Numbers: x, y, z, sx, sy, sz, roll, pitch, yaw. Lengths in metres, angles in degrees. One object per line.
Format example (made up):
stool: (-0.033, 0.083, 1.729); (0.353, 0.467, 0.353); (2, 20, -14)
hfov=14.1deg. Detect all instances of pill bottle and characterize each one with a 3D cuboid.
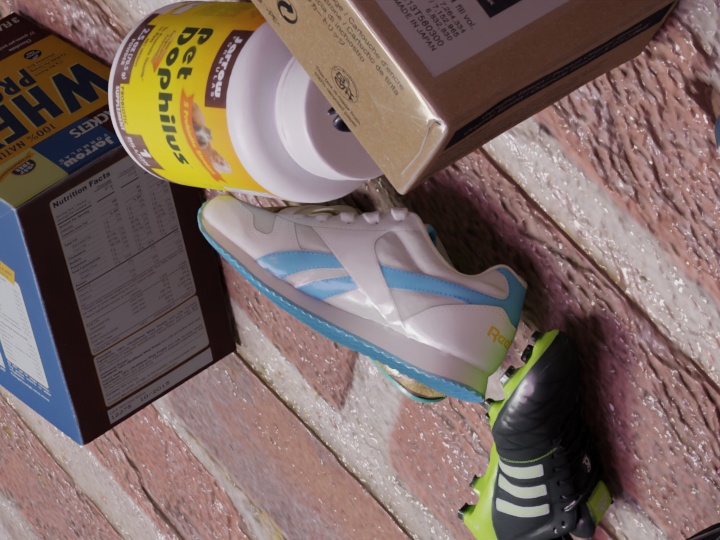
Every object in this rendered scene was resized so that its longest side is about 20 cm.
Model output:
pill bottle: (-0.052, -0.096, 1.635); (0.200, 0.109, 0.109); (9, 127, 56)

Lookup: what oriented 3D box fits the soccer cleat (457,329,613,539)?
soccer cleat: (0.109, 0.104, 1.641); (0.081, 0.068, 0.200); (29, 147, 14)

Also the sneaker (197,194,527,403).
sneaker: (0.000, 0.000, 1.640); (0.200, 0.081, 0.077); (26, 174, 19)

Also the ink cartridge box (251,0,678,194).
ink cartridge box: (0.030, -0.161, 1.362); (0.200, 0.165, 0.075); (52, 151, 10)

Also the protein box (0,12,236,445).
protein box: (-0.210, -0.030, 1.947); (0.198, 0.135, 0.200); (31, 144, 42)

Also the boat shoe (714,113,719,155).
boat shoe: (0.225, -0.006, 1.297); (0.200, 0.075, 0.062); (52, 152, 15)

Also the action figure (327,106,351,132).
action figure: (0.011, -0.162, 1.476); (0.119, 0.102, 0.200); (92, 164, -61)

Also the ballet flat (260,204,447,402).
ballet flat: (-0.004, 0.000, 1.720); (0.200, 0.071, 0.071); (39, 148, 34)

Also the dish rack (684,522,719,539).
dish rack: (0.216, 0.197, 1.481); (0.154, 0.055, 0.200); (55, 180, 4)

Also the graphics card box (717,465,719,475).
graphics card box: (0.268, 0.136, 1.405); (0.200, 0.051, 0.126); (50, 153, 13)
